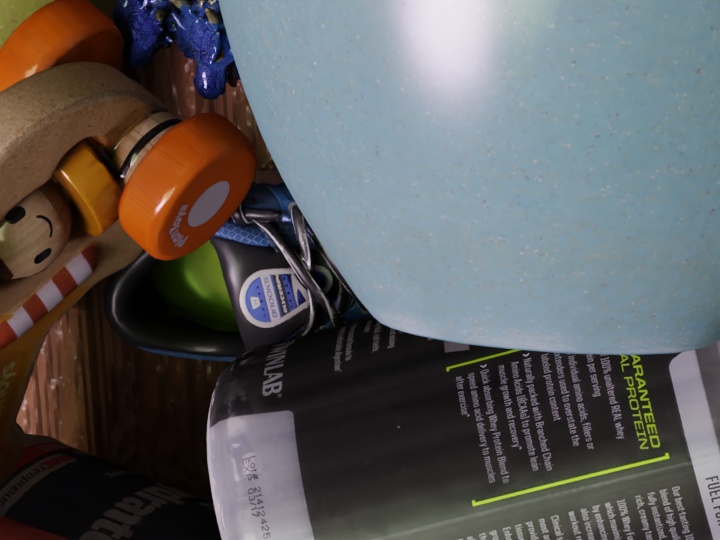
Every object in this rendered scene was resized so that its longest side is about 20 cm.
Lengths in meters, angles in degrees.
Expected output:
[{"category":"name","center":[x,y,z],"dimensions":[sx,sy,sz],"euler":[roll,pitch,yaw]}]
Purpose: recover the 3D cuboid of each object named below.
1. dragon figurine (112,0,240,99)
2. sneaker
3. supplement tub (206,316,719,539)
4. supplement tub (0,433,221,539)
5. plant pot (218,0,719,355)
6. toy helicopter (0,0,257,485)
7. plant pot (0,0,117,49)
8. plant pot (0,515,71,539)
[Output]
[{"category":"dragon figurine","center":[-0.017,-0.146,0.739],"dimensions":[0.059,0.099,0.201],"euler":[31,121,17]},{"category":"sneaker","center":[0.000,0.000,0.790],"dimensions":[0.199,0.089,0.079],"euler":[-13,102,33]},{"category":"supplement tub","center":[0.064,0.061,0.728],"dimensions":[0.199,0.123,0.123],"euler":[-14,101,11]},{"category":"supplement tub","center":[-0.070,0.152,0.858],"dimensions":[0.199,0.140,0.141],"euler":[19,117,24]},{"category":"plant pot","center":[0.054,-0.051,0.635],"dimensions":[0.199,0.200,0.136],"euler":[6,97,29]},{"category":"toy helicopter","center":[-0.120,0.018,0.760],"dimensions":[0.079,0.132,0.200],"euler":[40,135,18]},{"category":"plant pot","center":[-0.157,-0.094,0.814],"dimensions":[0.187,0.187,0.200],"euler":[42,109,11]},{"category":"plant pot","center":[-0.142,0.150,0.721],"dimensions":[0.194,0.201,0.202],"euler":[11,114,17]}]
